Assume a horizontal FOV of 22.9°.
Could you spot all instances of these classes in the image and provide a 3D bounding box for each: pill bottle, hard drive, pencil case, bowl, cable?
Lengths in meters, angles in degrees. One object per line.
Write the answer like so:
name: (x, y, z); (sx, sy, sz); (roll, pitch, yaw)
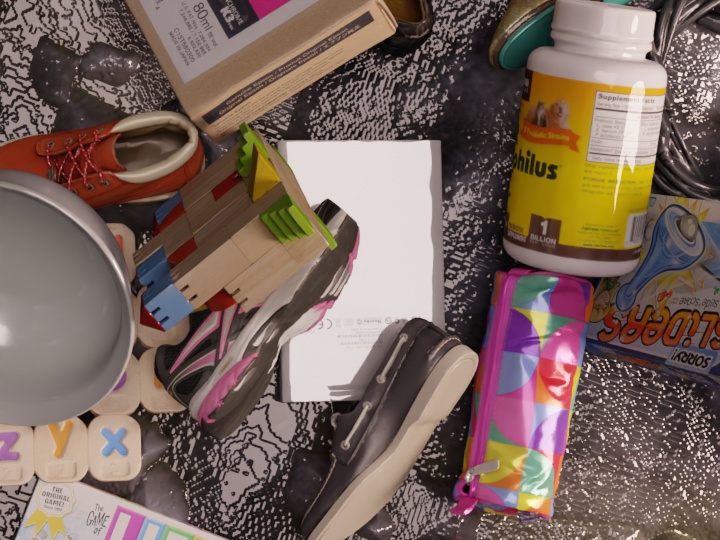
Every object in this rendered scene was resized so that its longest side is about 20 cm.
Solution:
pill bottle: (0.174, -0.103, 1.366); (0.108, 0.109, 0.202); (5, 101, -10)
hard drive: (0.000, 0.000, 1.393); (0.130, 0.025, 0.202); (-1, 88, -10)
pencil case: (0.126, 0.097, 1.382); (0.087, 0.088, 0.202); (13, 82, -10)
bowl: (-0.246, 0.004, 1.273); (0.199, 0.091, 0.203); (5, 122, 8)
cable: (0.294, -0.137, 1.449); (0.162, 0.051, 0.201); (-31, 97, -18)

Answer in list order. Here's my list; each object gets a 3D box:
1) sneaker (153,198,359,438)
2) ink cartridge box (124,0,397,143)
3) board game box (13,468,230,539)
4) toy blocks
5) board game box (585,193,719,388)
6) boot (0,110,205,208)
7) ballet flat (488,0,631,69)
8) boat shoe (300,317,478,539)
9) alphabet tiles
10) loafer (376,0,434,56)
sneaker: (-0.082, 0.019, 1.330); (0.086, 0.080, 0.200); (33, 73, 19)
ink cartridge box: (-0.094, -0.224, 1.316); (0.164, 0.075, 0.201); (-32, 73, 5)
board game box: (-0.173, 0.248, 1.345); (0.198, 0.034, 0.136); (22, 83, -9)
toy blocks: (-0.102, -0.020, 1.277); (0.136, 0.200, 0.100); (-38, 114, 5)
board game box: (0.252, 0.014, 1.351); (0.034, 0.200, 0.136); (31, 82, -26)
boot: (-0.211, -0.077, 1.316); (0.198, 0.107, 0.076); (-14, 86, -10)
ballet flat: (0.173, -0.227, 1.421); (0.199, 0.071, 0.071); (-30, 93, -12)
boat shoe: (0.010, 0.125, 1.365); (0.063, 0.073, 0.201); (41, 102, 25)
alphabet tiles: (-0.227, 0.062, 1.342); (0.198, 0.015, 0.198); (-2, 77, -10)
loafer: (-0.010, -0.258, 1.380); (0.073, 0.072, 0.200); (-45, 95, -8)
